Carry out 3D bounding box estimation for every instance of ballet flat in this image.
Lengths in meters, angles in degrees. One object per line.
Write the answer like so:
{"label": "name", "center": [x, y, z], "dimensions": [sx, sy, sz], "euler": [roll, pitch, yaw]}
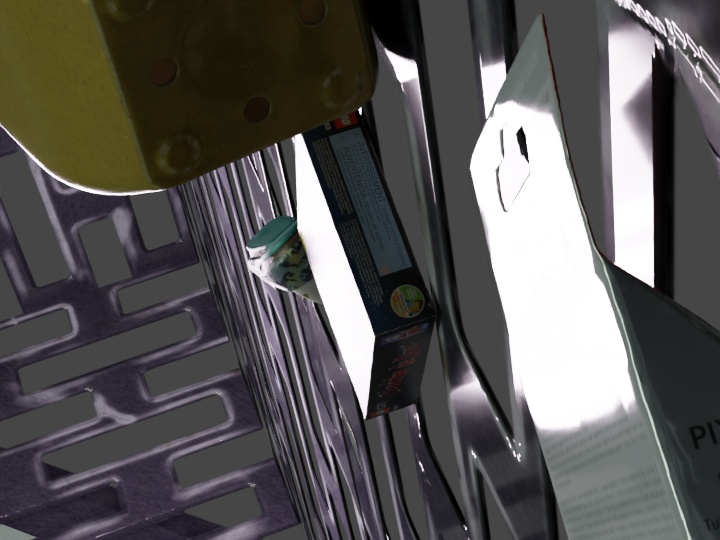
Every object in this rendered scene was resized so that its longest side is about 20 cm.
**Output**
{"label": "ballet flat", "center": [-0.038, -0.008, 1.264], "dimensions": [0.200, 0.074, 0.074], "euler": [-153, 45, -82]}

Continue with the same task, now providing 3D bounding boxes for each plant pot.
{"label": "plant pot", "center": [-0.091, -0.147, 0.817], "dimensions": [0.200, 0.195, 0.195], "euler": [49, 158, 48]}

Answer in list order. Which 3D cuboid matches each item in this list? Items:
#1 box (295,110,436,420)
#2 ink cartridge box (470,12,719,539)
{"label": "box", "center": [0.000, 0.000, 1.047], "dimensions": [0.200, 0.038, 0.137], "euler": [94, 156, -72]}
{"label": "ink cartridge box", "center": [0.086, 0.038, 0.513], "dimensions": [0.160, 0.047, 0.200], "euler": [106, 149, -78]}
